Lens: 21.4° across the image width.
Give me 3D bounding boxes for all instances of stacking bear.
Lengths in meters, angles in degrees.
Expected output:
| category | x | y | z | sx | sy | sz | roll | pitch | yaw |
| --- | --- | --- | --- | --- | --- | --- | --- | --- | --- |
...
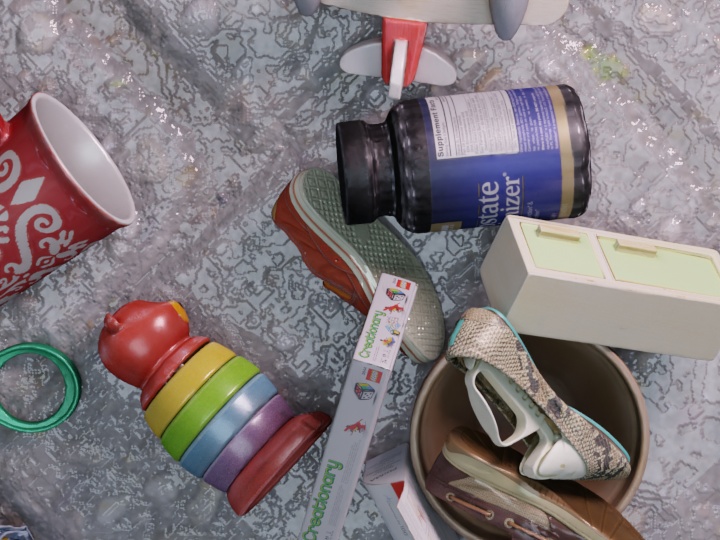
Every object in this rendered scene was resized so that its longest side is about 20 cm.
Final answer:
| category | x | y | z | sx | sy | sz | roll | pitch | yaw |
| --- | --- | --- | --- | --- | --- | --- | --- | --- | --- |
| stacking bear | -0.138 | 0.103 | 1.625 | 0.200 | 0.121 | 0.114 | 42 | 91 | 5 |

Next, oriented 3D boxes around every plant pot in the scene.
| category | x | y | z | sx | sy | sz | roll | pitch | yaw |
| --- | --- | --- | --- | --- | --- | --- | --- | --- | --- |
| plant pot | 0.142 | 0.134 | 1.619 | 0.200 | 0.093 | 0.201 | 0 | 98 | 2 |

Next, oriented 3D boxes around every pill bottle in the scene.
| category | x | y | z | sx | sy | sz | roll | pitch | yaw |
| --- | --- | --- | --- | --- | --- | --- | --- | --- | --- |
| pill bottle | 0.083 | -0.089 | 1.567 | 0.200 | 0.112 | 0.112 | -6 | 99 | -3 |

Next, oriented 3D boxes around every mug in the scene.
| category | x | y | z | sx | sy | sz | roll | pitch | yaw |
| --- | --- | --- | --- | --- | --- | --- | --- | --- | --- |
| mug | -0.320 | -0.054 | 1.598 | 0.200 | 0.133 | 0.178 | -36 | 96 | 12 |

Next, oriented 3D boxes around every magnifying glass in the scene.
| category | x | y | z | sx | sy | sz | roll | pitch | yaw |
| --- | --- | --- | --- | --- | --- | --- | --- | --- | --- |
| magnifying glass | -0.345 | 0.102 | 1.675 | 0.200 | 0.022 | 0.080 | 1 | 99 | 1 |

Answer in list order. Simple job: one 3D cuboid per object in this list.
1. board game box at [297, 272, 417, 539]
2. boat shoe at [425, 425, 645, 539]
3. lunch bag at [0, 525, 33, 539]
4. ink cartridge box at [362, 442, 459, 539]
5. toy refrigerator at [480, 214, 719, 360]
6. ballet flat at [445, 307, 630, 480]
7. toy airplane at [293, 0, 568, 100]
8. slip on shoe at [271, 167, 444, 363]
| category | x | y | z | sx | sy | sz | roll | pitch | yaw |
| --- | --- | --- | --- | --- | --- | --- | --- | --- | --- |
| board game box | -0.002 | 0.118 | 1.570 | 0.035 | 0.126 | 0.200 | 17 | 124 | 2 |
| boat shoe | 0.145 | 0.206 | 1.553 | 0.200 | 0.072 | 0.072 | 30 | 108 | 1 |
| lunch bag | -0.360 | 0.301 | 1.614 | 0.169 | 0.200 | 0.127 | -22 | 113 | 5 |
| ink cartridge box | 0.054 | 0.244 | 1.585 | 0.047 | 0.200 | 0.160 | -26 | 97 | 8 |
| toy refrigerator | 0.207 | 0.013 | 1.562 | 0.200 | 0.076 | 0.070 | 9 | 128 | -20 |
| ballet flat | 0.134 | 0.119 | 1.519 | 0.200 | 0.068 | 0.075 | 48 | 56 | -18 |
| toy airplane | 0.038 | -0.235 | 1.542 | 0.200 | 0.141 | 0.199 | -37 | 96 | 7 |
| slip on shoe | 0.000 | 0.000 | 1.625 | 0.200 | 0.074 | 0.061 | 48 | 135 | -12 |
